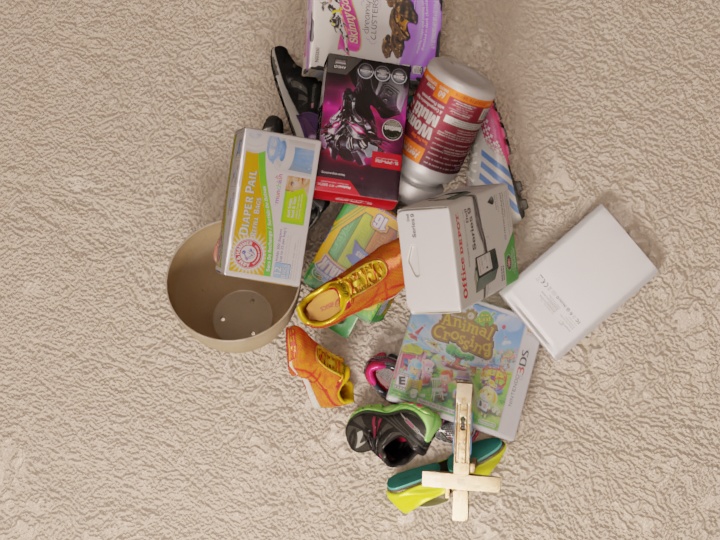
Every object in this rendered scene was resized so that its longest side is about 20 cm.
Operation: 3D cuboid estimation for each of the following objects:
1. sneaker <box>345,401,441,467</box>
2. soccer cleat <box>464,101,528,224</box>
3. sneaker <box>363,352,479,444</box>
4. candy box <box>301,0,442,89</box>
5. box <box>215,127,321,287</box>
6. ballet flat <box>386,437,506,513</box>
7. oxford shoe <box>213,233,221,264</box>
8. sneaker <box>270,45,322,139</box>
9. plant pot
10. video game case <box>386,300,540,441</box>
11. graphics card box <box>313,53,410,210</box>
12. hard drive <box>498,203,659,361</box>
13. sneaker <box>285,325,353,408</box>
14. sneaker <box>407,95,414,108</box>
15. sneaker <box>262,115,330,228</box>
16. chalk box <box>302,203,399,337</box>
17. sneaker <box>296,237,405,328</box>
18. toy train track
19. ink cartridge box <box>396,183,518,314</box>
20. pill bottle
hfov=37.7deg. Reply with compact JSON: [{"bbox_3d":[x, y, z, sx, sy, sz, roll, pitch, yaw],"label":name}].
[{"bbox_3d":[0.036,0.244,1.540,0.076,0.199,0.085,32,61,-23],"label":"sneaker"},{"bbox_3d":[0.185,-0.161,1.565,0.085,0.070,0.203,-17,87,9],"label":"soccer cleat"},{"bbox_3d":[0.088,0.199,1.578,0.198,0.075,0.081,30,95,8],"label":"sneaker"},{"bbox_3d":[0.018,-0.366,1.563,0.197,0.071,0.171,3,91,-12],"label":"candy box"},{"bbox_3d":[-0.130,-0.087,1.456,0.111,0.101,0.203,8,92,-15],"label":"box"},{"bbox_3d":[0.135,0.313,1.582,0.198,0.067,0.068,-23,107,12],"label":"ballet flat"},{"bbox_3d":[-0.145,-0.084,1.544,0.071,0.074,0.201,42,82,-16],"label":"oxford shoe"},{"bbox_3d":[-0.076,-0.261,1.601,0.086,0.076,0.202,-18,66,-3],"label":"sneaker"},{"bbox_3d":[-0.183,0.043,1.582,0.197,0.135,0.203,-1,61,1],"label":"plant pot"},{"bbox_3d":[0.156,0.132,1.551,0.197,0.022,0.185,18,76,-1],"label":"video game case"},{"bbox_3d":[0.000,-0.196,1.487,0.123,0.051,0.203,8,80,-8],"label":"graphics card box"},{"bbox_3d":[0.320,0.017,1.550,0.199,0.026,0.132,-40,83,-1],"label":"hard drive"},{"bbox_3d":[-0.060,0.136,1.549,0.076,0.201,0.074,-12,57,13],"label":"sneaker"},{"bbox_3d":[0.006,-0.212,1.597,0.198,0.077,0.080,-30,75,8],"label":"sneaker"},{"bbox_3d":[-0.101,-0.133,1.620,0.114,0.075,0.203,6,101,5],"label":"sneaker"},{"bbox_3d":[0.000,0.000,1.569,0.124,0.124,0.202,29,94,9],"label":"chalk box"},{"bbox_3d":[0.002,0.023,1.469,0.199,0.077,0.073,-36,82,7],"label":"sneaker"},{"bbox_3d":[0.148,0.258,1.517,0.113,0.033,0.204,3,99,12],"label":"toy train track"},{"bbox_3d":[0.139,-0.032,1.470,0.083,0.199,0.148,-2,102,32],"label":"ink cartridge box"},{"bbox_3d":[0.110,-0.197,1.535,0.109,0.110,0.202,29,115,9],"label":"pill bottle"}]
